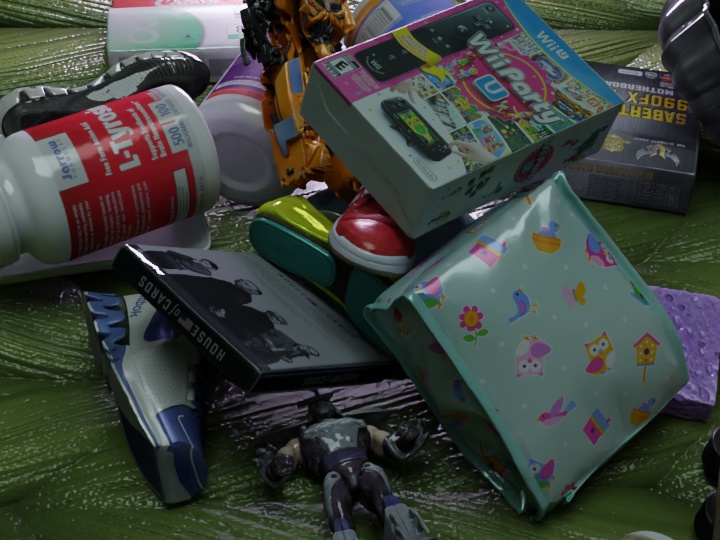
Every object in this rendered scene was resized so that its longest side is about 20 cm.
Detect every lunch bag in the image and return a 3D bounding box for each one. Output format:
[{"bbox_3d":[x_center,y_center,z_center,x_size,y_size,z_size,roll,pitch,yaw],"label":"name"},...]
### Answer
[{"bbox_3d":[0.129,0.058,1.076,0.170,0.122,0.200,-38,96,-20],"label":"lunch bag"}]

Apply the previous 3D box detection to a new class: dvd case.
[{"bbox_3d":[-0.076,0.035,1.101,0.150,0.025,0.200,40,16,24],"label":"dvd case"}]

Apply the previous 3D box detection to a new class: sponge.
[{"bbox_3d":[0.187,0.054,1.174,0.199,0.030,0.112,10,50,7],"label":"sponge"}]

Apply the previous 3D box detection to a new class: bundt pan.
[{"bbox_3d":[0.349,-0.188,1.364,0.202,0.076,0.203,29,45,-34],"label":"bundt pan"}]

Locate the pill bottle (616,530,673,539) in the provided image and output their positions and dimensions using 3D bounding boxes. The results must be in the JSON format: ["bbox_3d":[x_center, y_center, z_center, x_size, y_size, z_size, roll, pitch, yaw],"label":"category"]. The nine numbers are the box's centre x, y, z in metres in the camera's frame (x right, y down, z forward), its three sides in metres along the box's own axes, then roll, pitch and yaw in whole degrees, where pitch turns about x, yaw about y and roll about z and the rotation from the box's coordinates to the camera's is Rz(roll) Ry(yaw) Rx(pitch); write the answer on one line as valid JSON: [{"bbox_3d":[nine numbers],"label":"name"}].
[{"bbox_3d":[0.124,0.250,0.900,0.199,0.116,0.116,-21,47,-24],"label":"pill bottle"}]

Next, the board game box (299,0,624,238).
[{"bbox_3d":[0.078,-0.126,1.125,0.200,0.064,0.148,-26,62,-31],"label":"board game box"}]

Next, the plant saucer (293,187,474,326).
[{"bbox_3d":[0.018,-0.022,1.256,0.199,0.036,0.200,1,43,-1],"label":"plant saucer"}]

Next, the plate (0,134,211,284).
[{"bbox_3d":[-0.243,-0.059,1.289,0.199,0.032,0.200,-9,43,-10],"label":"plate"}]

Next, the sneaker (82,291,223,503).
[{"bbox_3d":[-0.135,0.072,1.113,0.115,0.081,0.200,-16,44,-16],"label":"sneaker"}]

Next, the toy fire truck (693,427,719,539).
[{"bbox_3d":[0.348,0.166,1.011,0.199,0.129,0.176,20,43,2],"label":"toy fire truck"}]

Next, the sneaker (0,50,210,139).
[{"bbox_3d":[-0.223,-0.136,1.307,0.199,0.067,0.091,-17,48,-14],"label":"sneaker"}]

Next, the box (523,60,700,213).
[{"bbox_3d":[0.216,-0.134,1.376,0.199,0.048,0.159,10,42,9],"label":"box"}]

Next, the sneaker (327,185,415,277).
[{"bbox_3d":[0.034,-0.070,1.143,0.071,0.113,0.200,24,20,2],"label":"sneaker"}]

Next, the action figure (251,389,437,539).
[{"bbox_3d":[-0.005,0.150,1.043,0.130,0.070,0.200,-18,41,-8],"label":"action figure"}]

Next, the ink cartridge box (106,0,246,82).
[{"bbox_3d":[-0.179,-0.266,1.509,0.160,0.050,0.200,-4,45,-6],"label":"ink cartridge box"}]

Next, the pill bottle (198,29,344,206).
[{"bbox_3d":[-0.073,-0.157,1.343,0.112,0.113,0.200,15,44,14],"label":"pill bottle"}]

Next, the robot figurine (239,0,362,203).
[{"bbox_3d":[-0.038,-0.162,1.245,0.058,0.145,0.201,-18,74,32],"label":"robot figurine"}]

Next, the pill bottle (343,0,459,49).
[{"bbox_3d":[0.077,-0.161,1.287,0.112,0.112,0.200,-20,54,-23],"label":"pill bottle"}]

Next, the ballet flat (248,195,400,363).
[{"bbox_3d":[0.000,0.000,1.168,0.200,0.067,0.067,36,44,22],"label":"ballet flat"}]

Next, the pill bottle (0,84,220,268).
[{"bbox_3d":[-0.224,-0.072,1.198,0.199,0.113,0.112,-22,47,-23],"label":"pill bottle"}]
